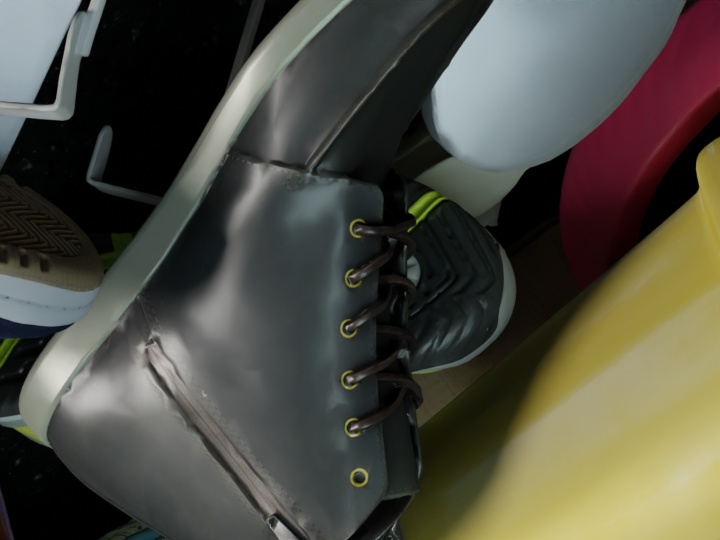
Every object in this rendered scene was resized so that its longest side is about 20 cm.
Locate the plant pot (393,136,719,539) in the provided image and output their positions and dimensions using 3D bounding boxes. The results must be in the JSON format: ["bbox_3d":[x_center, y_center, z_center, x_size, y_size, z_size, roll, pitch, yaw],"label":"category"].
[{"bbox_3d":[0.121,0.067,0.773,0.188,0.201,0.201,-30,126,12],"label":"plant pot"}]

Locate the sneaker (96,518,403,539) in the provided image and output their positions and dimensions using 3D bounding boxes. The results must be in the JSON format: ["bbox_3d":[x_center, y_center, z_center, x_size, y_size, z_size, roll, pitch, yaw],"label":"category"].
[{"bbox_3d":[-0.072,0.122,0.875,0.199,0.086,0.078,-23,110,-9],"label":"sneaker"}]

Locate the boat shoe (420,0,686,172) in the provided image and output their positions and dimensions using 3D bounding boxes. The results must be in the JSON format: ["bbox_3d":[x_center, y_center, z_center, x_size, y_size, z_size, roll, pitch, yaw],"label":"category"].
[{"bbox_3d":[0.068,-0.128,0.782,0.072,0.066,0.201,18,98,-23],"label":"boat shoe"}]

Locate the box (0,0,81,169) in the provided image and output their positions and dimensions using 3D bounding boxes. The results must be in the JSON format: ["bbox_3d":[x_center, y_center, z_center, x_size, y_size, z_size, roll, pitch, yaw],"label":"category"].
[{"bbox_3d":[-0.202,-0.044,0.750,0.176,0.097,0.201,20,112,-25],"label":"box"}]

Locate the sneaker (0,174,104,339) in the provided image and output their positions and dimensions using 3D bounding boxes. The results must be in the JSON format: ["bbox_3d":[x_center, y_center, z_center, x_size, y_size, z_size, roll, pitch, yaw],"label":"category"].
[{"bbox_3d":[-0.175,0.015,0.691,0.199,0.070,0.109,12,111,-15],"label":"sneaker"}]

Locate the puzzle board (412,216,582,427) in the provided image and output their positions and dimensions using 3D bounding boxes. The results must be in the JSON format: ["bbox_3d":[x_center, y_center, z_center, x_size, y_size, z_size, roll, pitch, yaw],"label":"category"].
[{"bbox_3d":[0.058,0.087,0.965,0.150,0.017,0.200,-36,125,4],"label":"puzzle board"}]

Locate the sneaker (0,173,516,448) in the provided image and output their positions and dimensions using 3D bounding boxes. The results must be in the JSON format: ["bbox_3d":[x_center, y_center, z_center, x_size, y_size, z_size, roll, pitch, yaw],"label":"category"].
[{"bbox_3d":[-0.038,0.016,0.829,0.199,0.076,0.076,-7,156,28],"label":"sneaker"}]

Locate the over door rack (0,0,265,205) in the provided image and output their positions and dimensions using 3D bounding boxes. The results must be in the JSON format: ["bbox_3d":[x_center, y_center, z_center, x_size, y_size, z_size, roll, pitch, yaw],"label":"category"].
[{"bbox_3d":[-0.023,-0.109,0.707,0.066,0.148,0.201,27,87,14],"label":"over door rack"}]

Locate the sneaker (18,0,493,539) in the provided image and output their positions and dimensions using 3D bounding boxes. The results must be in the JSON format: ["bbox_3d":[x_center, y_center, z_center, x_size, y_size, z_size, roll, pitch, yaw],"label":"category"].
[{"bbox_3d":[0.000,0.000,0.734,0.200,0.106,0.075,-53,165,16],"label":"sneaker"}]

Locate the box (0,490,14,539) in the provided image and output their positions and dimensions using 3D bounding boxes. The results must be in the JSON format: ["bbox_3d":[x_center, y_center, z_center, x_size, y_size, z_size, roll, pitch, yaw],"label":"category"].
[{"bbox_3d":[-0.207,0.108,0.816,0.199,0.137,0.039,-15,125,-9],"label":"box"}]

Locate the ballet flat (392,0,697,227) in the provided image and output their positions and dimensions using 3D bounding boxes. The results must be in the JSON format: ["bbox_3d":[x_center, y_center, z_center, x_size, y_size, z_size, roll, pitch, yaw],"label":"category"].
[{"bbox_3d":[0.059,-0.065,0.839,0.200,0.073,0.073,-37,125,6],"label":"ballet flat"}]

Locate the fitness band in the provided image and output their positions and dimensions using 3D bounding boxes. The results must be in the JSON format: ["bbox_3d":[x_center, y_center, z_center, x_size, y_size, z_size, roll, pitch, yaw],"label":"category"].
[{"bbox_3d":[0.149,-0.055,0.853,0.199,0.037,0.144,-30,147,-18],"label":"fitness band"}]
